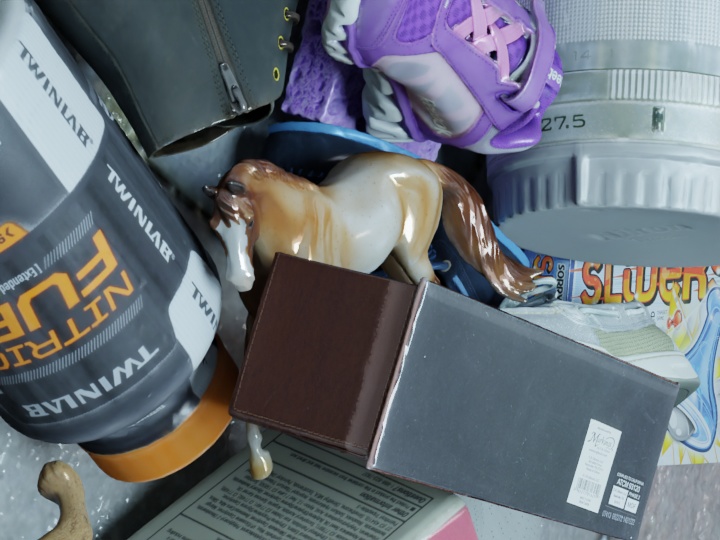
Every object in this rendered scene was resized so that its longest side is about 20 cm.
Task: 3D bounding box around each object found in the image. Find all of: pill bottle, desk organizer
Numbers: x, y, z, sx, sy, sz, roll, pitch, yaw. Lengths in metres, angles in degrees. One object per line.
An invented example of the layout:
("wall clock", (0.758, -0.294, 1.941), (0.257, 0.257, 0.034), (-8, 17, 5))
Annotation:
("pill bottle", (-0.121, -0.007, 0.826), (0.107, 0.106, 0.201), (-57, 132, -28))
("desk organizer", (0.043, 0.053, 0.870), (0.199, 0.077, 0.072), (22, 83, -51))

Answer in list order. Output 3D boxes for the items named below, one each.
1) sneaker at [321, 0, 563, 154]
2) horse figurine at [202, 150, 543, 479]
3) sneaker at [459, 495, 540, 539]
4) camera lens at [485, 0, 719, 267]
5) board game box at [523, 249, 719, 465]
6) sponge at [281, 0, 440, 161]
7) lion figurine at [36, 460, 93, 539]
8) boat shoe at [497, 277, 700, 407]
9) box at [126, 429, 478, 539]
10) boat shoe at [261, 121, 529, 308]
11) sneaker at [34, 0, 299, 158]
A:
("sneaker", (0.041, -0.100, 0.899), (0.200, 0.088, 0.081), (57, 56, -72))
("horse figurine", (0.000, 0.000, 0.904), (0.199, 0.050, 0.134), (-25, 112, -48))
("sneaker", (0.037, 0.096, 1.057), (0.200, 0.074, 0.116), (47, 54, -51))
("camera lens", (0.143, -0.114, 1.066), (0.159, 0.159, 0.202), (16, 74, -49))
("board game box", (0.159, 0.041, 1.210), (0.199, 0.034, 0.137), (2, 92, -49))
("sponge", (0.025, -0.155, 1.007), (0.111, 0.030, 0.202), (15, 89, -59))
("lion figurine", (-0.159, 0.114, 0.763), (0.123, 0.198, 0.073), (-72, 171, -61))
("boat shoe", (0.099, 0.040, 1.062), (0.201, 0.074, 0.065), (6, 52, -52))
("box", (-0.049, 0.173, 0.886), (0.200, 0.127, 0.110), (-37, 124, -27))
("boat shoe", (0.023, -0.006, 1.012), (0.199, 0.084, 0.069), (32, 69, -44))
("sneaker", (-0.041, -0.119, 0.864), (0.199, 0.075, 0.107), (-31, 92, -36))
